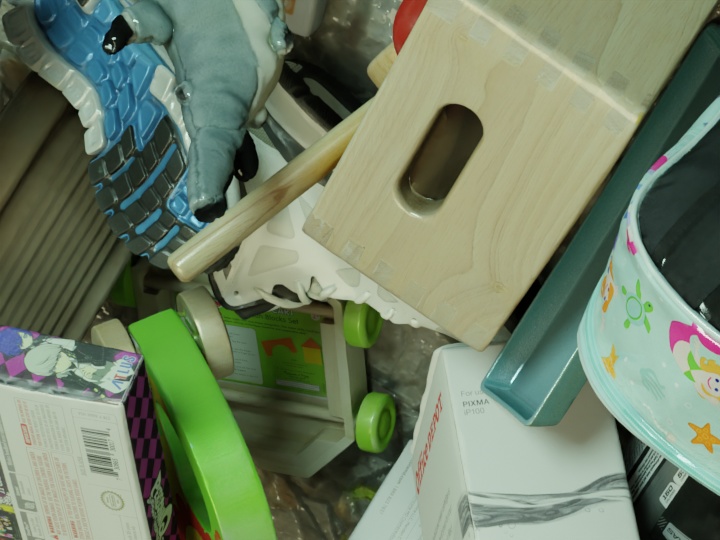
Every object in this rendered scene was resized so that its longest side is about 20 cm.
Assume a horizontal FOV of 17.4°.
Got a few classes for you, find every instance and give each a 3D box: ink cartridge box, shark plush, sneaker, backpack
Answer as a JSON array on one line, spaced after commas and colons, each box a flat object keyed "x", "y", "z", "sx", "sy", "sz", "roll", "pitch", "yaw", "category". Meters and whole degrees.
[{"x": 0.083, "y": 0.150, "z": 1.127, "sx": 0.082, "sy": 0.201, "sz": 0.147, "roll": -5, "pitch": 153, "yaw": -8, "category": "ink cartridge box"}, {"x": -0.080, "y": -0.097, "z": 1.042, "sx": 0.083, "sy": 0.201, "sz": 0.091, "roll": 11, "pitch": 150, "yaw": -23, "category": "shark plush"}, {"x": 0.000, "y": 0.000, "z": 1.182, "sx": 0.200, "sy": 0.076, "sz": 0.115, "roll": 44, "pitch": 113, "yaw": 1, "category": "sneaker"}, {"x": -0.096, "y": -0.079, "z": 1.154, "sx": 0.075, "sy": 0.087, "sz": 0.200, "roll": -44, "pitch": 58, "yaw": 24, "category": "sneaker"}, {"x": 0.185, "y": 0.016, "z": 0.933, "sx": 0.177, "sy": 0.200, "sz": 0.151, "roll": 35, "pitch": 133, "yaw": 16, "category": "backpack"}]

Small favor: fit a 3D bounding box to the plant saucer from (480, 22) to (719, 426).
[{"x": 0.123, "y": -0.020, "z": 1.061, "sx": 0.019, "sy": 0.070, "sz": 0.200, "roll": 30, "pitch": 93, "yaw": -20, "category": "plant saucer"}]

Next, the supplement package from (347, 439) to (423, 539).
[{"x": 0.079, "y": 0.206, "z": 1.256, "sx": 0.200, "sy": 0.120, "sz": 0.121, "roll": 28, "pitch": 145, "yaw": 9, "category": "supplement package"}]

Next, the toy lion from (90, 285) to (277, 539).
[{"x": -0.069, "y": 0.137, "z": 1.202, "sx": 0.200, "sy": 0.068, "sz": 0.192, "roll": 90, "pitch": 155, "yaw": -55, "category": "toy lion"}]

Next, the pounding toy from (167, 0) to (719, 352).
[{"x": 0.043, "y": -0.070, "z": 1.057, "sx": 0.142, "sy": 0.184, "sz": 0.200, "roll": 34, "pitch": 131, "yaw": 3, "category": "pounding toy"}]

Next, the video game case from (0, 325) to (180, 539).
[{"x": -0.181, "y": 0.097, "z": 1.147, "sx": 0.181, "sy": 0.036, "sz": 0.200, "roll": 10, "pitch": 141, "yaw": 14, "category": "video game case"}]

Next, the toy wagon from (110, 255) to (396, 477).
[{"x": -0.060, "y": 0.022, "z": 1.272, "sx": 0.155, "sy": 0.040, "sz": 0.201, "roll": 9, "pitch": 124, "yaw": 22, "category": "toy wagon"}]

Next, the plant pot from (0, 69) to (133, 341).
[{"x": -0.176, "y": 0.001, "z": 1.218, "sx": 0.093, "sy": 0.201, "sz": 0.201, "roll": 31, "pitch": 131, "yaw": -4, "category": "plant pot"}]

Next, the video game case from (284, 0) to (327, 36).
[{"x": -0.085, "y": -0.229, "z": 1.124, "sx": 0.182, "sy": 0.022, "sz": 0.200, "roll": 24, "pitch": 129, "yaw": 12, "category": "video game case"}]

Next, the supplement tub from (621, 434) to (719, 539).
[{"x": 0.196, "y": 0.088, "z": 1.125, "sx": 0.122, "sy": 0.123, "sz": 0.200, "roll": 31, "pitch": 131, "yaw": 6, "category": "supplement tub"}]
